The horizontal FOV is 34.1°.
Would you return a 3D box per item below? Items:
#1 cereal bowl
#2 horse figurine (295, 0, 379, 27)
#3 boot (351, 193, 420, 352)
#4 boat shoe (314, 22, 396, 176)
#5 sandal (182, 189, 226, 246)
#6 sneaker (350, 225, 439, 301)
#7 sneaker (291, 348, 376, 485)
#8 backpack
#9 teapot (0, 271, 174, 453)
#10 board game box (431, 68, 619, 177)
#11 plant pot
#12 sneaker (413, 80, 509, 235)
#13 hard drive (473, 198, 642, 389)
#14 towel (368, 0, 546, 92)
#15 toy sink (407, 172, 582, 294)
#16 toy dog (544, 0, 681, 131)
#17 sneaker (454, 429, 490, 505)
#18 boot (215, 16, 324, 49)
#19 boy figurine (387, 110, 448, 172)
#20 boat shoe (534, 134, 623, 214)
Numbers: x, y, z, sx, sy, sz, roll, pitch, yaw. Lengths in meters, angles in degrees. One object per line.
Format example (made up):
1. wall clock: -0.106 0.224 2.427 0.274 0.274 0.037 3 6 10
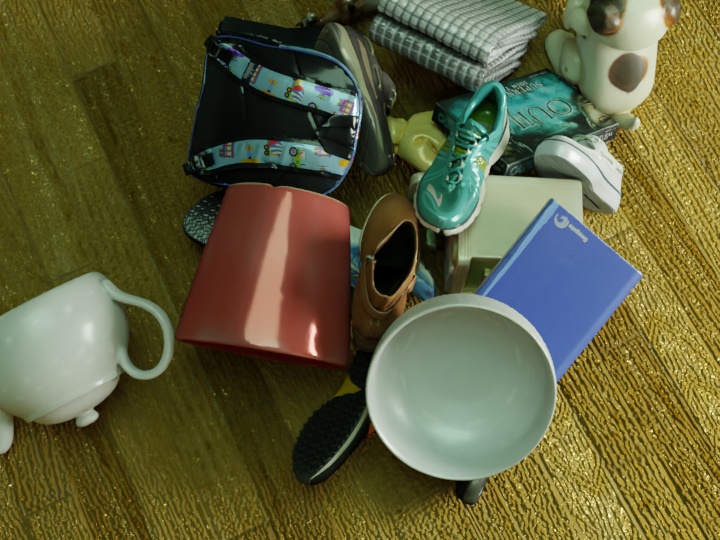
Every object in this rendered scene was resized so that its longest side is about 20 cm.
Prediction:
1. cereal bowl: 0.105 0.113 1.235 0.197 0.083 0.203 2 110 5
2. horse figurine: 0.018 -0.372 1.532 0.199 0.132 0.050 -39 93 -24
3. boot: 0.031 -0.023 1.273 0.076 0.156 0.202 18 65 2
4. boat shoe: 0.010 -0.210 1.410 0.073 0.074 0.202 -9 73 -31
5. sandal: -0.126 -0.074 1.442 0.199 0.045 0.076 -26 76 -27
6. sneaker: 0.000 0.000 1.406 0.198 0.078 0.091 23 87 11
7. sneaker: 0.006 0.167 1.318 0.070 0.090 0.201 15 64 46
8. backpack: -0.085 -0.172 1.361 0.197 0.134 0.185 12 95 16
9. teapot: -0.327 0.101 1.295 0.196 0.200 0.147 -30 92 -31
10. board game box: 0.204 -0.183 1.442 0.198 0.028 0.135 -22 53 -33
11. plant pot: -0.093 0.006 1.301 0.198 0.200 0.180 10 82 3
12. sneaker: 0.113 -0.128 1.305 0.077 0.080 0.202 19 60 10
13. hard drive: 0.197 0.041 1.291 0.132 0.025 0.201 39 90 -1
14. towel: 0.121 -0.300 1.474 0.164 0.086 0.200 28 30 16
15. toy sink: 0.152 -0.034 1.380 0.197 0.131 0.114 3 68 -1
16. toy dog: 0.314 -0.290 1.451 0.137 0.200 0.196 0 67 -1
17. sneaker: 0.112 0.162 1.330 0.113 0.076 0.202 13 65 6
18. boot: -0.109 -0.229 1.481 0.166 0.077 0.203 1 65 -2
19. boy figurine: 0.093 -0.152 1.456 0.197 0.065 0.125 7 42 3
20. boat shoe: 0.260 -0.129 1.392 0.073 0.200 0.068 13 81 29
